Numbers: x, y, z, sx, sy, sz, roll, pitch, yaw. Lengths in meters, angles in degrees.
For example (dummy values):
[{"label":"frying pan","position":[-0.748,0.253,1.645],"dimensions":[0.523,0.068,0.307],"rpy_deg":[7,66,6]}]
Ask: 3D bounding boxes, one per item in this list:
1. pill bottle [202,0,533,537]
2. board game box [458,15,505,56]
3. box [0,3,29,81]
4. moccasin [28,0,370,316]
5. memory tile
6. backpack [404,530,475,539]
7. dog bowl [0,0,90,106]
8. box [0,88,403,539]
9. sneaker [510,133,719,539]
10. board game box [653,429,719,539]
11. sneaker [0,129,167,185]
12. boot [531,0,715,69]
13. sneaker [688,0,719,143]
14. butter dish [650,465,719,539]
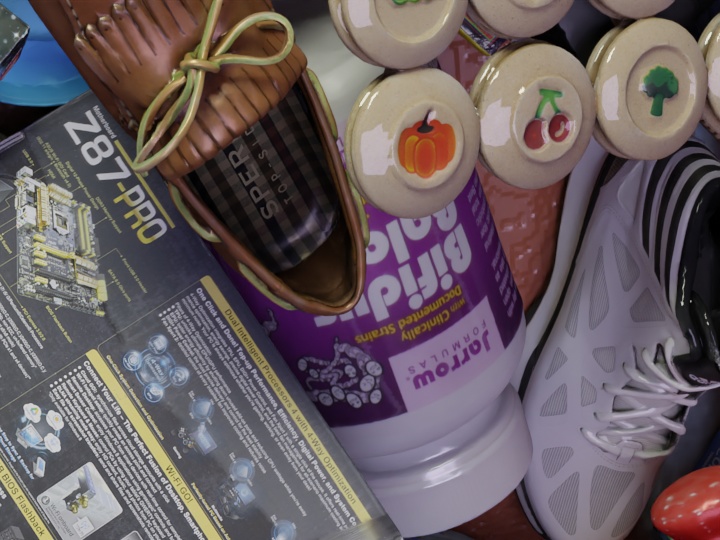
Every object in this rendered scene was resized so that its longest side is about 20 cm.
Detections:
[{"label":"pill bottle","position":[0.000,0.000,0.945],"dimensions":[0.112,0.112,0.201],"rpy_deg":[-25,117,-6]},{"label":"board game box","position":[0.032,-0.205,0.900],"dimensions":[0.165,0.057,0.200],"rpy_deg":[-45,118,7]},{"label":"box","position":[-0.230,-0.086,0.810],"dimensions":[0.200,0.038,0.137],"rpy_deg":[38,71,-4]},{"label":"moccasin","position":[-0.050,-0.059,0.776],"dimensions":[0.073,0.078,0.202],"rpy_deg":[-33,132,-11]},{"label":"memory tile","position":[0.075,-0.106,0.826],"dimensions":[0.199,0.017,0.154],"rpy_deg":[-14,107,-30]},{"label":"backpack","position":[-0.011,0.179,1.010],"dimensions":[0.199,0.127,0.168],"rpy_deg":[-2,110,-20]},{"label":"dog bowl","position":[-0.132,-0.158,0.872],"dimensions":[0.111,0.050,0.201],"rpy_deg":[-25,118,-6]},{"label":"box","position":[-0.105,0.059,0.858],"dimensions":[0.161,0.049,0.201],"rpy_deg":[-34,88,-21]},{"label":"sneaker","position":[0.114,0.043,0.996],"dimensions":[0.075,0.115,0.202],"rpy_deg":[1,112,-18]},{"label":"board game box","position":[0.239,0.065,1.089],"dimensions":[0.135,0.034,0.201],"rpy_deg":[26,103,-25]},{"label":"sneaker","position":[-0.116,0.041,0.950],"dimensions":[0.089,0.067,0.202],"rpy_deg":[1,109,-12]},{"label":"boot","position":[0.089,-0.176,0.869],"dimensions":[0.138,0.077,0.201],"rpy_deg":[-34,123,-13]},{"label":"sneaker","position":[0.178,-0.096,0.981],"dimensions":[0.109,0.070,0.200],"rpy_deg":[-45,124,10]},{"label":"butter dish","position":[0.163,0.151,0.999],"dimensions":[0.198,0.200,0.149],"rpy_deg":[-22,100,3]}]
